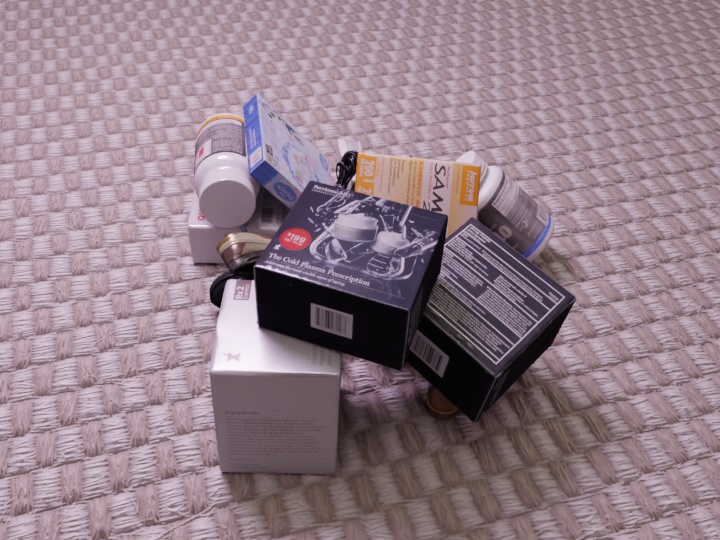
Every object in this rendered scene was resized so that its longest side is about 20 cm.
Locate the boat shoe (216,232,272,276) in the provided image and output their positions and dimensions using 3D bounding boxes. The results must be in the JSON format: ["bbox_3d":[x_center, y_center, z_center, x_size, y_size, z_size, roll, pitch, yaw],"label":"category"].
[{"bbox_3d":[-0.134,-0.013,1.183,0.197,0.073,0.066,1,58,-40],"label":"boat shoe"}]

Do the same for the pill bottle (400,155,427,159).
[{"bbox_3d":[0.114,-0.157,1.437,0.195,0.114,0.113,10,41,6],"label":"pill bottle"}]

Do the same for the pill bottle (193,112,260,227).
[{"bbox_3d":[-0.228,-0.172,1.287,0.113,0.118,0.202,-2,40,-8],"label":"pill bottle"}]

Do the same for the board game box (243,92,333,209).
[{"bbox_3d":[-0.121,-0.184,1.323,0.043,0.198,0.203,-34,41,21],"label":"board game box"}]

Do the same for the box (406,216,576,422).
[{"bbox_3d":[0.160,0.065,1.065,0.199,0.125,0.197,40,56,23],"label":"box"}]

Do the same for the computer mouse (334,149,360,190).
[{"bbox_3d":[0.022,-0.116,1.392,0.052,0.140,0.200,-13,50,-45],"label":"computer mouse"}]

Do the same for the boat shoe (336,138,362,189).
[{"bbox_3d":[-0.005,-0.202,1.518,0.067,0.074,0.201,-4,33,-9],"label":"boat shoe"}]

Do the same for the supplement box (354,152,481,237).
[{"bbox_3d":[0.087,-0.110,1.193,0.194,0.130,0.074,5,-1,2],"label":"supplement box"}]

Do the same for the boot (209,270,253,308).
[{"bbox_3d":[-0.136,0.076,1.177,0.195,0.078,0.170,1,37,-14],"label":"boot"}]

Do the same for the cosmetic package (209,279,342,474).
[{"bbox_3d":[-0.107,0.144,1.010,0.160,0.203,0.167,2,41,-3],"label":"cosmetic package"}]

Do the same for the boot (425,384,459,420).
[{"bbox_3d":[0.168,0.137,1.141,0.072,0.077,0.200,24,44,24],"label":"boot"}]

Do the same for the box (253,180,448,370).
[{"bbox_3d":[-0.009,-0.001,0.944,0.195,0.106,0.184,15,43,12],"label":"box"}]

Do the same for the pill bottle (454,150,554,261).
[{"bbox_3d":[0.237,-0.110,1.328,0.199,0.113,0.115,38,39,-16],"label":"pill bottle"}]

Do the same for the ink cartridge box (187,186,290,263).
[{"bbox_3d":[-0.201,-0.088,1.350,0.194,0.085,0.147,2,41,-4],"label":"ink cartridge box"}]
